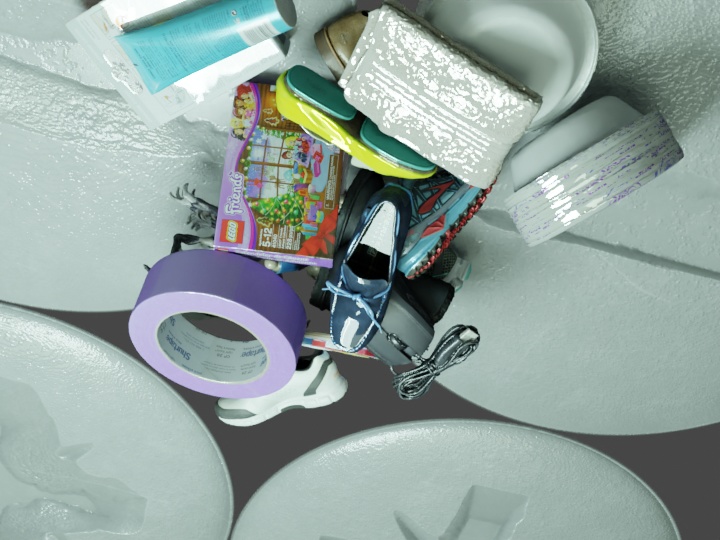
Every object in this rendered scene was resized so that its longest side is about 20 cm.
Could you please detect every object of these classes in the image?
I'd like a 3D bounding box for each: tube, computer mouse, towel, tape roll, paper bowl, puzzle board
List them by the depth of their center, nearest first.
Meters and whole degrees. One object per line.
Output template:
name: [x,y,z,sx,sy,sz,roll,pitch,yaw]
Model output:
towel: [0.078,-0.180,1.054,0.199,0.035,0.133,32,137,1]
tube: [-0.165,-0.250,1.093,0.198,0.051,0.078,-16,122,22]
paper bowl: [0.155,-0.237,1.094,0.198,0.105,0.202,2,128,3]
paper bowl: [0.249,-0.118,1.142,0.200,0.200,0.105,-33,88,25]
tape roll: [-0.165,0.066,1.187,0.197,0.066,0.201,9,141,7]
computer mouse: [0.034,0.055,1.207,0.138,0.053,0.200,-41,90,28]
puzzle board: [-0.040,0.095,1.322,0.149,0.018,0.199,6,172,29]

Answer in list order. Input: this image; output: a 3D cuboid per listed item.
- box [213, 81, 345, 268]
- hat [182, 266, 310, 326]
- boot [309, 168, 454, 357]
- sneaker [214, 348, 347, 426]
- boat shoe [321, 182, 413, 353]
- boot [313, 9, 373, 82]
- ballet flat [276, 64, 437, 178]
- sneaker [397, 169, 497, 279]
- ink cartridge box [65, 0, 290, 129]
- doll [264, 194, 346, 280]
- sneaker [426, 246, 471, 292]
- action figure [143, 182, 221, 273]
box: [-0.087,-0.110,1.166,0.135,0.203,0.039,6,165,-2]
hat: [-0.151,0.028,1.321,0.198,0.082,0.201,5,172,1]
boot: [0.042,-0.010,1.256,0.166,0.076,0.202,23,108,9]
sneaker: [-0.121,0.162,1.461,0.198,0.074,0.081,-18,115,10]
boat shoe: [0.000,0.000,1.139,0.083,0.069,0.203,14,106,9]
boot: [0.032,-0.203,1.161,0.075,0.074,0.201,-29,118,16]
ballet flat: [-0.008,-0.152,1.124,0.199,0.067,0.067,32,140,-3]
sneaker: [0.091,-0.091,1.195,0.095,0.200,0.079,39,162,8]
ink cartridge box: [-0.202,-0.266,1.141,0.198,0.048,0.161,-23,124,23]
doll: [-0.071,-0.056,1.272,0.136,0.048,0.201,-37,139,-13]
sneaker: [0.048,0.019,1.342,0.199,0.078,0.091,-36,102,23]
action figure: [-0.187,-0.058,1.255,0.102,0.200,0.119,33,161,22]
